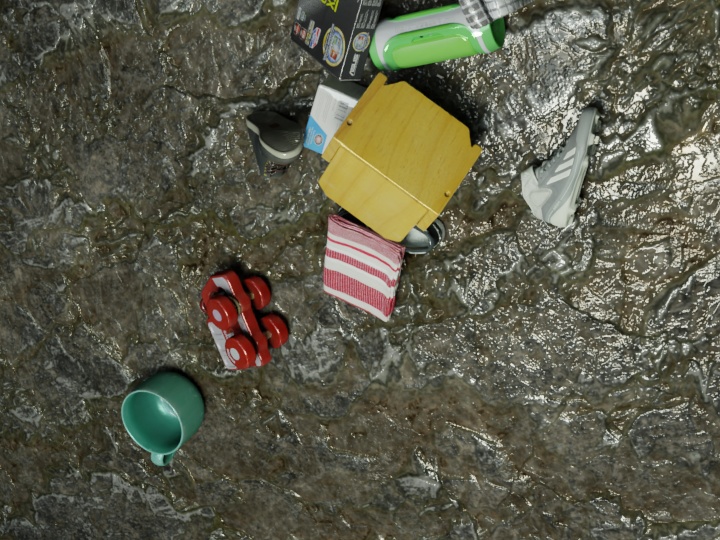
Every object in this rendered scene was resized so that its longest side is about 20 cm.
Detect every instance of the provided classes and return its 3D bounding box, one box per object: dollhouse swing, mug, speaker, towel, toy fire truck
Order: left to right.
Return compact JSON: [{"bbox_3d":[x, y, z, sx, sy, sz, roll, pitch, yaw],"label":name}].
[{"bbox_3d":[-0.408,0.297,2.039,0.152,0.114,0.185,43,125,2],"label":"mug"},{"bbox_3d":[-0.246,0.099,1.882,0.168,0.112,0.201,-9,109,49],"label":"toy fire truck"},{"bbox_3d":[0.000,0.000,1.719,0.144,0.023,0.200,25,141,15],"label":"towel"},{"bbox_3d":[0.054,-0.171,1.566,0.200,0.176,0.182,35,81,-2],"label":"dollhouse swing"},{"bbox_3d":[0.115,-0.359,1.497,0.199,0.088,0.089,-5,110,28],"label":"speaker"},{"bbox_3d":[0.179,-0.437,1.363,0.085,0.200,0.166,-18,105,36],"label":"towel"}]

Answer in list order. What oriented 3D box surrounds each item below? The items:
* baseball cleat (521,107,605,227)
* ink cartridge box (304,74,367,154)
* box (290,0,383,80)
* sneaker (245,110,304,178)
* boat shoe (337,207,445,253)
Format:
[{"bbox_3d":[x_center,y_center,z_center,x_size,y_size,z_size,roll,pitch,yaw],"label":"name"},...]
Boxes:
[{"bbox_3d":[0.303,-0.162,1.506,0.106,0.070,0.201,18,119,17],"label":"baseball cleat"},{"bbox_3d":[0.017,-0.227,1.611,0.199,0.068,0.115,24,122,7],"label":"ink cartridge box"},{"bbox_3d":[-0.032,-0.420,1.521,0.160,0.044,0.200,47,132,39],"label":"box"},{"bbox_3d":[-0.135,-0.195,1.661,0.075,0.200,0.107,-17,119,-13],"label":"sneaker"},{"bbox_3d":[0.043,-0.074,1.679,0.199,0.060,0.076,7,116,23],"label":"boat shoe"}]
